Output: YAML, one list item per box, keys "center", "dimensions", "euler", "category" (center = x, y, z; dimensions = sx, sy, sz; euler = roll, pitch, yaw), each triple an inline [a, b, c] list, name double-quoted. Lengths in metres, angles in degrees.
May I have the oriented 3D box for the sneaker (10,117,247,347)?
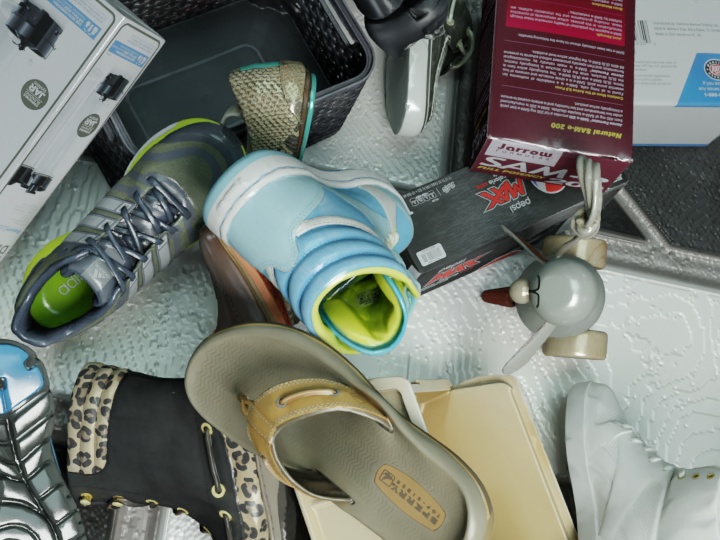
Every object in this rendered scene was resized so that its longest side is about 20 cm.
- center: [-0.148, -0.016, 0.741]
  dimensions: [0.074, 0.081, 0.200]
  euler: [42, 107, -16]
  category: "sneaker"

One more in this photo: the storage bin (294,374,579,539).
- center: [0.058, 0.161, 0.724]
  dimensions: [0.093, 0.200, 0.199]
  euler: [-25, 76, 22]
  category: "storage bin"

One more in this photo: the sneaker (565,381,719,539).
- center: [0.207, 0.147, 0.793]
  dimensions: [0.074, 0.115, 0.201]
  euler: [48, 29, -36]
  category: "sneaker"

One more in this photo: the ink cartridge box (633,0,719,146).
- center: [0.231, -0.212, 0.974]
  dimensions: [0.144, 0.084, 0.201]
  euler: [-2, 72, -15]
  category: "ink cartridge box"

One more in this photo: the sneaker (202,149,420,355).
- center: [0.000, 0.000, 0.714]
  dimensions: [0.131, 0.080, 0.200]
  euler: [48, 21, 23]
  category: "sneaker"

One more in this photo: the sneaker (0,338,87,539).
- center: [-0.217, 0.141, 0.728]
  dimensions: [0.073, 0.082, 0.201]
  euler: [-4, 91, -25]
  category: "sneaker"

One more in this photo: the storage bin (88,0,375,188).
- center: [-0.107, -0.146, 0.848]
  dimensions: [0.199, 0.094, 0.136]
  euler: [-26, 79, -24]
  category: "storage bin"

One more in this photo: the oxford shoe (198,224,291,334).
- center: [-0.075, 0.059, 0.756]
  dimensions: [0.073, 0.071, 0.201]
  euler: [-19, 111, -3]
  category: "oxford shoe"

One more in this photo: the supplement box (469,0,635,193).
- center: [0.145, -0.167, 0.863]
  dimensions: [0.108, 0.061, 0.201]
  euler: [9, 69, -5]
  category: "supplement box"

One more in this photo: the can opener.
- center: [0.019, -0.217, 0.871]
  dimensions: [0.063, 0.200, 0.079]
  euler: [-27, 118, 4]
  category: "can opener"

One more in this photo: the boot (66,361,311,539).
- center: [-0.106, 0.150, 0.743]
  dimensions: [0.150, 0.201, 0.073]
  euler: [6, 25, 17]
  category: "boot"

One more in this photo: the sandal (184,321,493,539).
- center: [-0.020, 0.093, 0.621]
  dimensions: [0.200, 0.081, 0.054]
  euler: [34, 20, 23]
  category: "sandal"

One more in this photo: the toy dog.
- center: [0.125, 0.013, 0.821]
  dimensions: [0.096, 0.200, 0.133]
  euler: [-1, 66, 14]
  category: "toy dog"

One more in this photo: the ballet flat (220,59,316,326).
- center: [-0.071, -0.050, 0.790]
  dimensions: [0.075, 0.201, 0.068]
  euler: [0, 34, -6]
  category: "ballet flat"

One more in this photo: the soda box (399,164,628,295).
- center: [0.102, -0.046, 0.883]
  dimensions: [0.199, 0.071, 0.064]
  euler: [-23, 75, -23]
  category: "soda box"

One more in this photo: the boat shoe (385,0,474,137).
- center: [0.061, -0.195, 0.926]
  dimensions: [0.063, 0.071, 0.201]
  euler: [11, 67, -11]
  category: "boat shoe"

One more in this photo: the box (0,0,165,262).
- center: [-0.236, -0.110, 0.752]
  dimensions: [0.117, 0.060, 0.200]
  euler: [41, 98, 13]
  category: "box"
